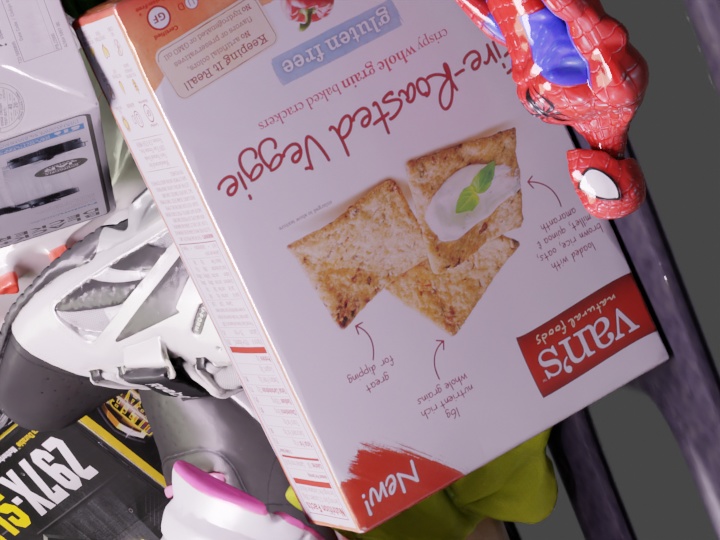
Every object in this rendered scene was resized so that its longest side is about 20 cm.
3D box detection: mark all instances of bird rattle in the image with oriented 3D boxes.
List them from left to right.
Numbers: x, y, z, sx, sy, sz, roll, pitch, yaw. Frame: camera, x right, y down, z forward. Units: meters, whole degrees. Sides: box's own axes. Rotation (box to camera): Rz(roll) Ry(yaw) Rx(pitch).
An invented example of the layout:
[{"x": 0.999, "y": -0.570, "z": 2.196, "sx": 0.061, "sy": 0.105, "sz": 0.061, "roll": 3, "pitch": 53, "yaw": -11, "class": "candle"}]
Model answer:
[{"x": 0.043, "y": 0.103, "z": 1.228, "sx": 0.200, "sy": 0.112, "sz": 0.163, "roll": 61, "pitch": 178, "yaw": -41, "class": "bird rattle"}]

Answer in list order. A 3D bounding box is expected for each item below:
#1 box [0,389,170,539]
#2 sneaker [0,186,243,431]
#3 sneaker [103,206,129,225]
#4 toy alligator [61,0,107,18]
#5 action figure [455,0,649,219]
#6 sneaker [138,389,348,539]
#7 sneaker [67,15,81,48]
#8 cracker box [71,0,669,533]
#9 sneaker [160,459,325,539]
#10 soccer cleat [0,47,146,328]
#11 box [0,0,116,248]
[{"x": -0.114, "y": 0.125, "z": 1.380, "sx": 0.160, "sy": 0.049, "sz": 0.200, "roll": 40, "pitch": 144, "yaw": -10, "class": "box"}, {"x": -0.065, "y": 0.020, "z": 1.110, "sx": 0.200, "sy": 0.074, "sz": 0.089, "roll": -42, "pitch": 67, "yaw": 34, "class": "sneaker"}, {"x": 0.000, "y": -0.001, "z": 1.176, "sx": 0.200, "sy": 0.114, "sz": 0.073, "roll": 13, "pitch": 100, "yaw": 42, "class": "sneaker"}, {"x": -0.091, "y": -0.118, "z": 1.154, "sx": 0.200, "sy": 0.059, "sz": 0.054, "roll": 31, "pitch": 101, "yaw": 61, "class": "toy alligator"}, {"x": 0.042, "y": -0.107, "z": 0.955, "sx": 0.200, "sy": 0.052, "sz": 0.065, "roll": 61, "pitch": 158, "yaw": -4, "class": "action figure"}, {"x": -0.054, "y": 0.132, "z": 1.234, "sx": 0.071, "sy": 0.099, "sz": 0.200, "roll": -18, "pitch": 105, "yaw": 49, "class": "sneaker"}, {"x": -0.123, "y": -0.107, "z": 1.290, "sx": 0.078, "sy": 0.077, "sz": 0.201, "roll": 180, "pitch": 86, "yaw": -75, "class": "sneaker"}, {"x": 0.005, "y": -0.027, "z": 1.024, "sx": 0.200, "sy": 0.134, "sz": 0.058, "roll": 65, "pitch": 160, "yaw": -9, "class": "cracker box"}, {"x": -0.035, "y": 0.149, "z": 1.109, "sx": 0.081, "sy": 0.088, "sz": 0.200, "roll": 24, "pitch": 166, "yaw": 37, "class": "sneaker"}, {"x": -0.116, "y": -0.044, "z": 1.240, "sx": 0.200, "sy": 0.069, "sz": 0.078, "roll": -40, "pitch": 60, "yaw": 27, "class": "soccer cleat"}, {"x": -0.140, "y": -0.081, "z": 1.098, "sx": 0.200, "sy": 0.060, "sz": 0.117, "roll": 110, "pitch": 140, "yaw": -82, "class": "box"}]
